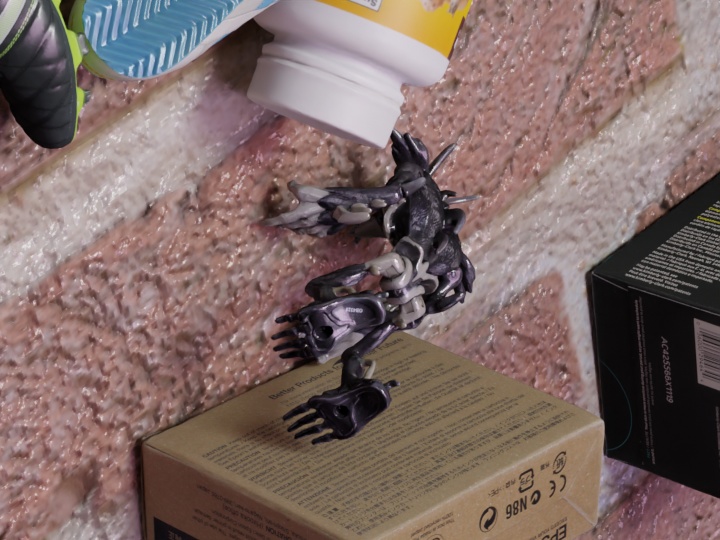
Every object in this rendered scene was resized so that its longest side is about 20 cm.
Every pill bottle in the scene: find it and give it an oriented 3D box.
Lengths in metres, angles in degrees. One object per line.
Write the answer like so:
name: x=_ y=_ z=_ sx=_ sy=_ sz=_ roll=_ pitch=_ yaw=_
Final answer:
pill bottle: x=0.011 y=-0.169 z=1.501 sx=0.109 sy=0.109 sz=0.200 roll=22 pitch=88 yaw=-51

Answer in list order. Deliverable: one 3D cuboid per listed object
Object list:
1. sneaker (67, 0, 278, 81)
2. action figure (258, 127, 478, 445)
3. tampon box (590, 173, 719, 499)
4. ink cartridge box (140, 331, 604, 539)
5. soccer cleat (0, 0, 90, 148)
sneaker: x=-0.058 y=-0.161 z=1.417 sx=0.200 sy=0.081 sz=0.077 roll=-32 pitch=99 yaw=-15
action figure: x=0.000 y=0.000 z=1.571 sx=0.200 sy=0.102 sz=0.119 roll=-61 pitch=140 yaw=-54
tampon box: x=0.261 y=0.031 z=1.859 sx=0.200 sy=0.126 sz=0.150 roll=-35 pitch=130 yaw=-36
ink cartridge box: x=0.008 y=0.116 z=1.569 sx=0.200 sy=0.165 sz=0.075 roll=-24 pitch=125 yaw=-41
soccer cleat: x=-0.182 y=-0.137 z=1.336 sx=0.081 sy=0.068 sz=0.200 roll=-27 pitch=125 yaw=-19
